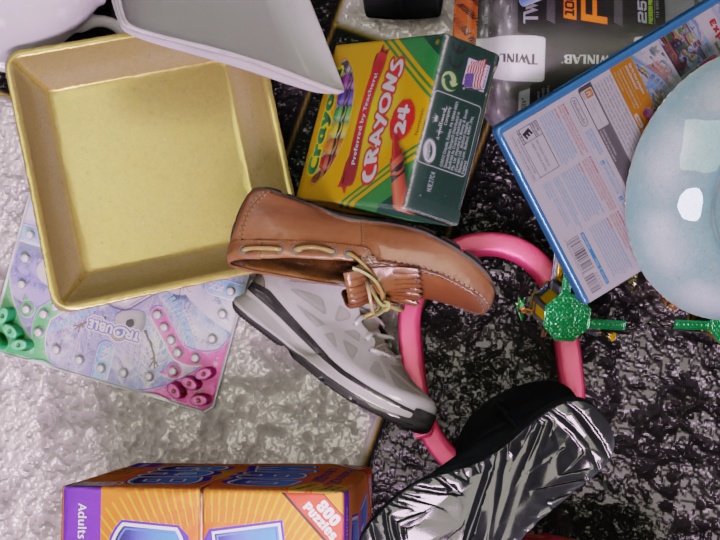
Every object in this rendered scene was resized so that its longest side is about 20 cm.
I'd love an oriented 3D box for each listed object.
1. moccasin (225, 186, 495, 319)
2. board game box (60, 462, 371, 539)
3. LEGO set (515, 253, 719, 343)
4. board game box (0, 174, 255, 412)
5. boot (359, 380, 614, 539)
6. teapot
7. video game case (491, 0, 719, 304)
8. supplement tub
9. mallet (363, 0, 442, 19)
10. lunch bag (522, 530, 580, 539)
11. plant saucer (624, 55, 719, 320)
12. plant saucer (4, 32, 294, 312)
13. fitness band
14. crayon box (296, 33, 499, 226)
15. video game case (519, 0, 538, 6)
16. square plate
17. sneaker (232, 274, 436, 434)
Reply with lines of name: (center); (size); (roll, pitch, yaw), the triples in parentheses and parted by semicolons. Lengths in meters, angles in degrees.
moccasin: (0.000, -0.001, 1.048); (0.199, 0.074, 0.078); (17, 67, -3)
board game box: (-0.098, 0.252, 1.054); (0.197, 0.200, 0.202); (0, 87, 6)
LEGO set: (0.209, -0.019, 1.097); (0.197, 0.116, 0.156); (-6, 104, -8)
board game box: (-0.190, -0.007, 1.166); (0.198, 0.026, 0.202); (15, 88, 6)
boot: (0.086, 0.153, 1.022); (0.199, 0.168, 0.077); (-35, 89, -2)
teapot: (-0.250, -0.259, 1.120); (0.144, 0.201, 0.199); (-10, 58, -15)
video game case: (0.209, -0.088, 1.013); (0.199, 0.018, 0.144); (-31, 102, -5)
supplement tub: (0.169, -0.163, 1.088); (0.197, 0.123, 0.124); (1, 87, 5)
mallet: (0.047, -0.300, 1.154); (0.065, 0.041, 0.202); (9, 84, 8)
lunch bag: (0.129, 0.245, 1.042); (0.197, 0.176, 0.083); (5, 91, 5)
plant saucer: (0.283, -0.054, 1.001); (0.199, 0.039, 0.203); (-5, 109, -14)
plant saucer: (-0.159, -0.083, 1.110); (0.198, 0.048, 0.202); (-12, 88, -12)
fitness band: (0.103, 0.071, 1.128); (0.142, 0.037, 0.203); (-7, 87, 3)
crayon box: (0.016, -0.105, 1.069); (0.050, 0.199, 0.128); (15, 87, -29)
video game case: (0.154, -0.315, 1.035); (0.180, 0.045, 0.202); (-27, 99, -36)
square plate: (-0.119, -0.220, 1.072); (0.028, 0.199, 0.200); (-45, 50, 33)
sneaker: (-0.001, 0.032, 1.097); (0.200, 0.076, 0.116); (35, 90, 29)
